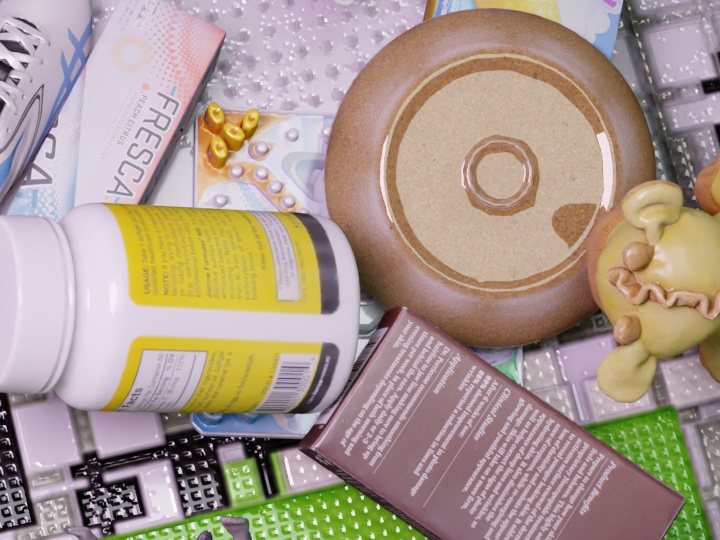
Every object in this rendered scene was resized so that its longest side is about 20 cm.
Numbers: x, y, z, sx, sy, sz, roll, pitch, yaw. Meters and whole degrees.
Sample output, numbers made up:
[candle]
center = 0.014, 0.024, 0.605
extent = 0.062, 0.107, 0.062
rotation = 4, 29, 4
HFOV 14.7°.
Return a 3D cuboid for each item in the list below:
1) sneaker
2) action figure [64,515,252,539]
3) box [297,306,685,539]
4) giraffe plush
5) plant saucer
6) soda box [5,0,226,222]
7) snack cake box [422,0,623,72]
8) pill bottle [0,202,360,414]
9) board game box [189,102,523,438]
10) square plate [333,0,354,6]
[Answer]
[sneaker]
center = -0.212, -0.101, 1.626
extent = 0.072, 0.073, 0.201
rotation = 26, 71, 0
[action figure]
center = -0.084, 0.236, 1.540
extent = 0.199, 0.105, 0.195
rotation = -4, 79, 16
[box]
center = 0.074, 0.116, 1.593
extent = 0.200, 0.075, 0.100
rotation = 35, 83, -4
[giraffe plush]
center = 0.199, 0.005, 1.579
extent = 0.161, 0.200, 0.174
rotation = -6, 86, -24
[plant saucer]
center = 0.079, -0.055, 1.627
extent = 0.199, 0.035, 0.202
rotation = 0, 89, -6
[soda box]
center = -0.152, -0.063, 1.629
extent = 0.068, 0.064, 0.201
rotation = 26, 72, -1
[snack cake box]
center = 0.108, -0.204, 1.707
extent = 0.114, 0.067, 0.201
rotation = 13, 74, -4
[pill bottle]
center = -0.110, 0.021, 1.533
extent = 0.199, 0.114, 0.115
rotation = 3, 74, -26
[board game box]
center = 0.000, 0.000, 1.655
extent = 0.199, 0.026, 0.201
rotation = 2, 74, -8
[square plate]
center = -0.048, -0.288, 1.685
extent = 0.198, 0.028, 0.201
rotation = 33, 68, -14
